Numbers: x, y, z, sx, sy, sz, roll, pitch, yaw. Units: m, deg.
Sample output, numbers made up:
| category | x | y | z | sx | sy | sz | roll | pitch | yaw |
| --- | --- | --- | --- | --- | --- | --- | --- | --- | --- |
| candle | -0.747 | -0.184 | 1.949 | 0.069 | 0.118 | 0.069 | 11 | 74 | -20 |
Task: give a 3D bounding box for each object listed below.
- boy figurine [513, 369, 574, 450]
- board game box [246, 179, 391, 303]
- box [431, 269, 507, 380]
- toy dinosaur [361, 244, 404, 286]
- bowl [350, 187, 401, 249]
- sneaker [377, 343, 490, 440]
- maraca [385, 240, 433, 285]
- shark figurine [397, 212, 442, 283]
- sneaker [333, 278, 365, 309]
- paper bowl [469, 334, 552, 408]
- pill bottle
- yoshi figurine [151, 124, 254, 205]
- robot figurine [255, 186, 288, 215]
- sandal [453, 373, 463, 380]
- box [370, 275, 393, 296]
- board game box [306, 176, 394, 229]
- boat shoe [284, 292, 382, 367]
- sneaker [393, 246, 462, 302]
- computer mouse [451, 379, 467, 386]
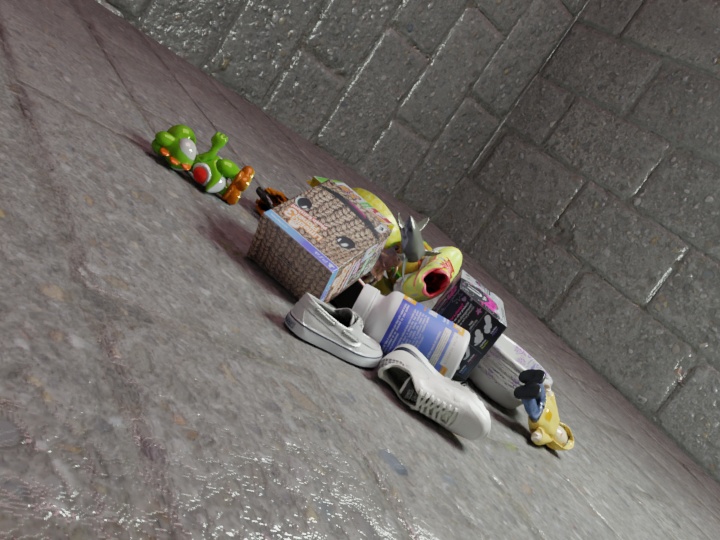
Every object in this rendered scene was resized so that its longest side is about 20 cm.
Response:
| category | x | y | z | sx | sy | sz | roll | pitch | yaw |
| --- | --- | --- | --- | --- | --- | --- | --- | --- | --- |
| boy figurine | 0.363 | 0.293 | 1.443 | 0.202 | 0.063 | 0.125 | 59 | 43 | -28 |
| board game box | -0.068 | -0.049 | 1.271 | 0.159 | 0.098 | 0.199 | 39 | 38 | 12 |
| box | 0.196 | 0.095 | 1.393 | 0.114 | 0.133 | 0.200 | 37 | 14 | 1 |
| toy dinosaur | 0.000 | 0.000 | 1.448 | 0.084 | 0.201 | 0.138 | -8 | 58 | -29 |
| bowl | -0.014 | -0.072 | 1.662 | 0.199 | 0.202 | 0.107 | 40 | 54 | 18 |
| sneaker | 0.111 | 0.201 | 1.132 | 0.198 | 0.077 | 0.080 | 35 | 22 | 13 |
| maraca | 0.122 | -0.014 | 1.589 | 0.138 | 0.107 | 0.200 | 49 | 32 | 2 |
| shark figurine | 0.119 | -0.048 | 1.464 | 0.087 | 0.132 | 0.215 | -1 | 6 | 3 |
| sneaker | -0.041 | 0.014 | 1.385 | 0.200 | 0.068 | 0.108 | 36 | 13 | 8 |
| paper bowl | 0.301 | 0.213 | 1.556 | 0.199 | 0.105 | 0.201 | 36 | 11 | -8 |
| pill bottle | 0.076 | 0.106 | 1.233 | 0.197 | 0.114 | 0.112 | 30 | 11 | 3 |
| yoshi figurine | -0.310 | -0.222 | 1.437 | 0.197 | 0.114 | 0.112 | 30 | -4 | -22 |
| robot figurine | -0.148 | -0.104 | 1.555 | 0.200 | 0.059 | 0.144 | 44 | 12 | 26 |
| sandal | 0.175 | 0.176 | 1.452 | 0.075 | 0.048 | 0.199 | 43 | 12 | 29 |
| box | 0.070 | 0.075 | 1.535 | 0.074 | 0.051 | 0.201 | 32 | 11 | -21 |
| board game box | -0.024 | -0.140 | 1.511 | 0.094 | 0.030 | 0.199 | 5 | 27 | -48 |
| boat shoe | -0.025 | 0.091 | 1.120 | 0.198 | 0.066 | 0.074 | 27 | 14 | -45 |
| sneaker | 0.156 | 0.012 | 1.470 | 0.089 | 0.199 | 0.079 | -11 | -69 | 49 |
| computer mouse | 0.111 | 0.164 | 1.328 | 0.200 | 0.044 | 0.109 | 46 | 17 | 11 |
